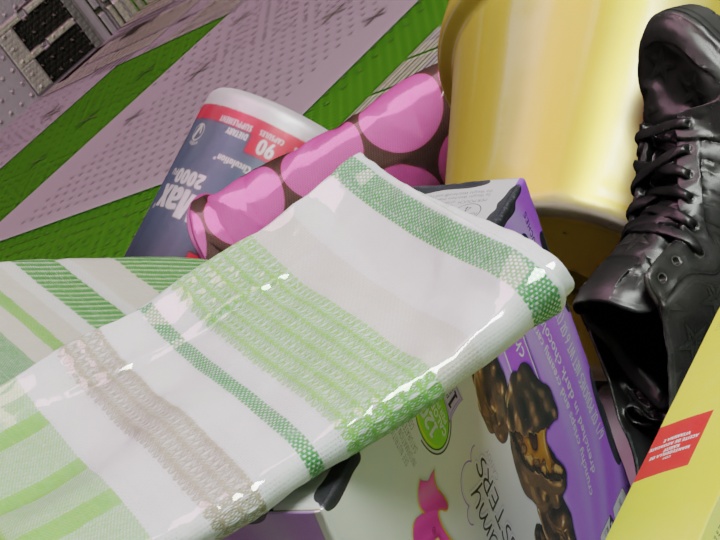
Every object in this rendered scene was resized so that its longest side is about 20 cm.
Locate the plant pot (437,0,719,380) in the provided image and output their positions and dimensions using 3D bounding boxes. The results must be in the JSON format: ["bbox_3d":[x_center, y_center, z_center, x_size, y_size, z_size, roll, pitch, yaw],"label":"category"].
[{"bbox_3d":[0.121,-0.060,0.941,0.200,0.201,0.189,-20,39,44],"label":"plant pot"}]

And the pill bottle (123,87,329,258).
[{"bbox_3d":[-0.085,0.000,1.221,0.201,0.119,0.119,-64,22,-8],"label":"pill bottle"}]

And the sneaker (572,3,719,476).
[{"bbox_3d":[0.130,-0.006,0.801,0.104,0.201,0.060,-16,-3,-31],"label":"sneaker"}]

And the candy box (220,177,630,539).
[{"bbox_3d":[0.023,0.090,0.726,0.071,0.168,0.200,-5,31,30],"label":"candy box"}]

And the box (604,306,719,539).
[{"bbox_3d":[0.139,0.081,0.700,0.050,0.075,0.200,-22,23,41],"label":"box"}]

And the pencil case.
[{"bbox_3d":[0.000,-0.049,1.118,0.199,0.091,0.094,-28,14,3],"label":"pencil case"}]

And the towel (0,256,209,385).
[{"bbox_3d":[-0.091,0.031,0.824,0.199,0.024,0.152,-4,26,-40],"label":"towel"}]

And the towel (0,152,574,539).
[{"bbox_3d":[-0.044,0.032,0.664,0.199,0.031,0.149,-32,27,-17],"label":"towel"}]
